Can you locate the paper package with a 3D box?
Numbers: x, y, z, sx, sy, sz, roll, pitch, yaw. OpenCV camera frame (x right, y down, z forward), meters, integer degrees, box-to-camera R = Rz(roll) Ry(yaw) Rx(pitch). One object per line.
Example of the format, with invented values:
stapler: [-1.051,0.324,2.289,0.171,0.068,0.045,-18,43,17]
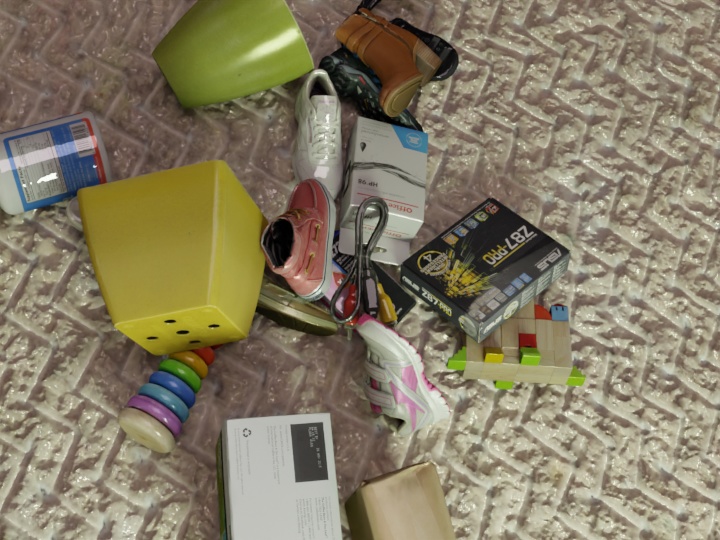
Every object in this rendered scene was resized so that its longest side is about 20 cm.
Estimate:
paper package: [0.058,0.362,1.247,0.102,0.191,0.202,-12,72,-12]

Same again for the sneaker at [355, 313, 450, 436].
sneaker: [0.043,0.149,1.349,0.088,0.081,0.201,-37,113,-12]

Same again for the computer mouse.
computer mouse: [0.078,-0.384,1.600,0.198,0.046,0.142,25,74,8]

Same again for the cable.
cable: [0.000,0.000,1.394,0.096,0.050,0.203,-3,82,-5]

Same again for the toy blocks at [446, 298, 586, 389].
toy blocks: [0.224,0.088,1.439,0.197,0.100,0.138,4,56,1]

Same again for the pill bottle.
pill bottle: [-0.453,-0.142,1.376,0.198,0.112,0.113,-18,74,-16]

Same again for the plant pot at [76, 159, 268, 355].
plant pot: [-0.234,-0.002,1.284,0.197,0.200,0.179,-10,67,9]

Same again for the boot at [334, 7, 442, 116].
boot: [0.025,-0.314,1.480,0.154,0.074,0.200,36,34,1]

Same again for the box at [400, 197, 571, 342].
box: [0.180,-0.005,1.441,0.199,0.049,0.161,-35,57,-26]

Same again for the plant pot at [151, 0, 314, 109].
plant pot: [-0.199,-0.328,1.472,0.199,0.187,0.188,-32,78,-5]

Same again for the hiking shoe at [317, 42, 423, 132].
hiking shoe: [0.031,-0.276,1.538,0.200,0.074,0.087,43,56,-1]

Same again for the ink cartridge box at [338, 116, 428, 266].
ink cartridge box: [0.035,-0.117,1.464,0.114,0.067,0.202,11,60,-12]

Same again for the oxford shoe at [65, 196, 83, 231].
oxford shoe: [-0.309,-0.088,1.390,0.198,0.058,0.076,0,63,-25]

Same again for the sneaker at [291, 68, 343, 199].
sneaker: [-0.064,-0.203,1.479,0.074,0.100,0.203,-4,72,-14]

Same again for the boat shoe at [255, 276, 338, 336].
boat shoe: [-0.120,0.033,1.399,0.198,0.073,0.064,20,72,5]

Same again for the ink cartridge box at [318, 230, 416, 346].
ink cartridge box: [-0.022,0.014,1.444,0.200,0.037,0.095,42,68,8]

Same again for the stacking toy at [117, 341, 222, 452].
stacking toy: [-0.237,0.140,1.336,0.085,0.086,0.201,31,63,1]

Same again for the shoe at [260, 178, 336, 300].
shoe: [-0.085,-0.063,1.373,0.071,0.091,0.202,-20,52,24]

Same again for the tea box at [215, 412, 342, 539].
tea box: [-0.106,0.296,1.236,0.132,0.197,0.203,-2,70,-12]
